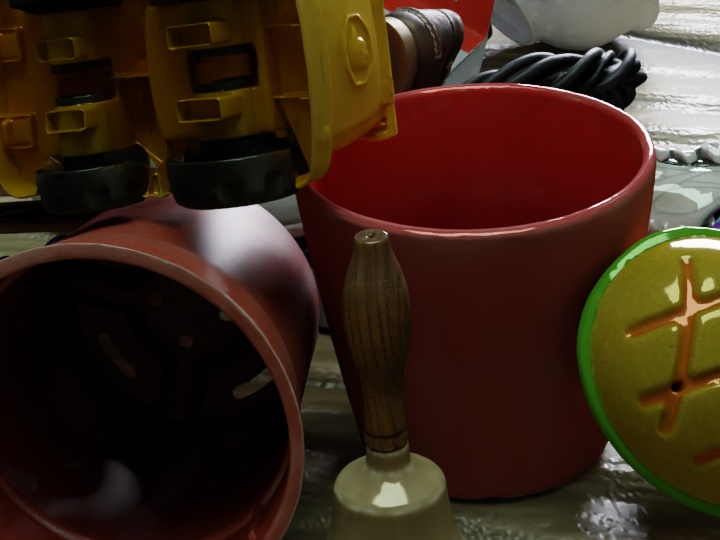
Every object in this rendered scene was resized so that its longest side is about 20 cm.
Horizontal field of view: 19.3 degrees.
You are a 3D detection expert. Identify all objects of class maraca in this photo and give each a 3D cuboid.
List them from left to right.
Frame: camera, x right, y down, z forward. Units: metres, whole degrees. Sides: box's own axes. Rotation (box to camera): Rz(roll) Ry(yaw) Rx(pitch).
[{"bbox_3d":[0.199,0.065,1.068,0.137,0.200,0.107,-50,2,-11],"label":"maraca"}]

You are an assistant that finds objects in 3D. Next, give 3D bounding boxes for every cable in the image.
[{"bbox_3d":[0.099,-0.084,1.384,0.200,0.163,0.051,-10,64,-34],"label":"cable"}]

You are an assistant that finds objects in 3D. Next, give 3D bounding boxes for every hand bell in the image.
[{"bbox_3d":[0.013,0.073,1.028,0.104,0.200,0.104,-3,26,1],"label":"hand bell"}]

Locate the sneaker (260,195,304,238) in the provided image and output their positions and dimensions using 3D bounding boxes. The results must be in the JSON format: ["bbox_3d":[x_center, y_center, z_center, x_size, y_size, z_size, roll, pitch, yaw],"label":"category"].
[{"bbox_3d":[-0.068,-0.076,1.366,0.075,0.082,0.200,-19,29,-30],"label":"sneaker"}]

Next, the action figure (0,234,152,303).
[{"bbox_3d":[-0.213,0.007,1.318,0.200,0.065,0.052,1,61,46],"label":"action figure"}]

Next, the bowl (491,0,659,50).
[{"bbox_3d":[0.136,-0.243,1.689,0.090,0.201,0.201,-42,37,-8],"label":"bowl"}]

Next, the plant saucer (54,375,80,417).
[{"bbox_3d":[-0.260,0.083,1.226,0.200,0.037,0.200,-2,26,1],"label":"plant saucer"}]

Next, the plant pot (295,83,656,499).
[{"bbox_3d":[0.066,0.014,1.162,0.200,0.178,0.200,-4,27,2],"label":"plant pot"}]

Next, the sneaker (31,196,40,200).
[{"bbox_3d":[-0.144,-0.090,1.514,0.200,0.078,0.080,-13,20,-18],"label":"sneaker"}]

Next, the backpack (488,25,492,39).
[{"bbox_3d":[-0.011,-0.207,1.639,0.190,0.154,0.200,-7,19,-22],"label":"backpack"}]

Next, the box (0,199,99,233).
[{"bbox_3d":[-0.175,-0.035,1.346,0.163,0.021,0.200,-4,2,-21],"label":"box"}]

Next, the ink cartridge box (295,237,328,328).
[{"bbox_3d":[0.000,0.000,1.346,0.200,0.044,0.094,14,30,32],"label":"ink cartridge box"}]

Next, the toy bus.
[{"bbox_3d":[-0.076,-0.112,1.123,0.200,0.136,0.192,-3,11,28],"label":"toy bus"}]

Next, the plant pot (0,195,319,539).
[{"bbox_3d":[-0.111,0.050,1.120,0.201,0.201,0.195,1,19,9],"label":"plant pot"}]

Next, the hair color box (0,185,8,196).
[{"bbox_3d":[-0.160,-0.075,1.224,0.200,0.064,0.111,-2,0,-36],"label":"hair color box"}]

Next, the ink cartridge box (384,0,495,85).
[{"bbox_3d":[0.022,-0.156,1.480,0.047,0.200,0.160,2,20,-32],"label":"ink cartridge box"}]

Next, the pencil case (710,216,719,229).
[{"bbox_3d":[0.227,0.019,1.234,0.092,0.085,0.200,-19,16,35],"label":"pencil case"}]

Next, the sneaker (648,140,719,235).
[{"bbox_3d":[0.191,-0.039,1.375,0.200,0.075,0.081,-7,45,6],"label":"sneaker"}]

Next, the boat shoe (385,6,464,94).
[{"bbox_3d":[0.004,-0.096,1.405,0.070,0.200,0.070,-23,71,-45],"label":"boat shoe"}]
